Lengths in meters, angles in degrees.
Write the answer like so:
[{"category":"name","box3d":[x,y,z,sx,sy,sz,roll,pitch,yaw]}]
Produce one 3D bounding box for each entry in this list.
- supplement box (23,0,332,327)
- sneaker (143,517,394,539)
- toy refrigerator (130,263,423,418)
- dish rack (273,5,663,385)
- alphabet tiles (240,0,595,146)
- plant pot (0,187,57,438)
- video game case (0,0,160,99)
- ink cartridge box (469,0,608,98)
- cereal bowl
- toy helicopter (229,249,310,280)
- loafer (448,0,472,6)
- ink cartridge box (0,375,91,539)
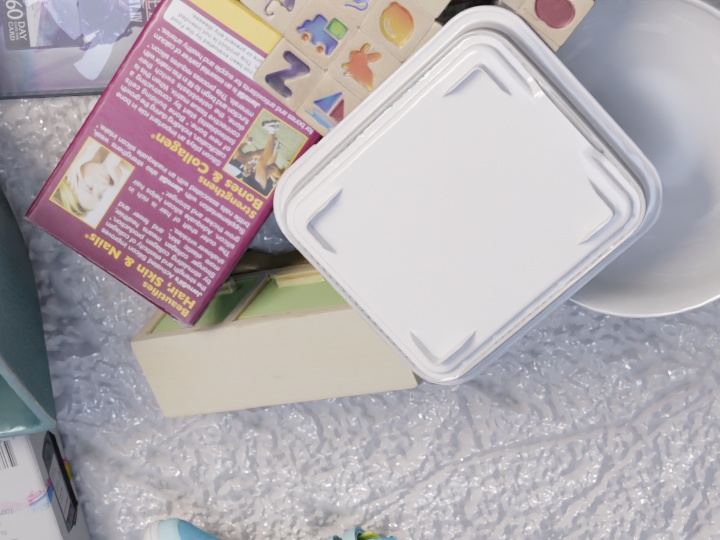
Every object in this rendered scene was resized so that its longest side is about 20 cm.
[{"category":"supplement box","box3d":[-0.102,-0.089,1.272,0.130,0.103,0.200,34,109,-8]},{"category":"sneaker","box3d":[-0.049,0.212,1.437,0.200,0.080,0.130,38,111,-24]},{"category":"toy refrigerator","box3d":[-0.046,0.039,1.316,0.199,0.076,0.070,-9,117,31]},{"category":"dish rack","box3d":[0.059,-0.036,1.174,0.200,0.044,0.172,-41,96,21]},{"category":"alphabet tiles","box3d":[0.009,-0.155,1.168,0.200,0.008,0.167,38,113,-2]},{"category":"plant pot","box3d":[-0.313,-0.010,1.270,0.195,0.202,0.196,-8,156,5]},{"category":"video game case","box3d":[-0.174,-0.184,1.303,0.198,0.019,0.144,-2,113,3]},{"category":"ink cartridge box","box3d":[0.162,-0.178,1.261,0.144,0.084,0.201,28,111,-10]},{"category":"cereal bowl","box3d":[0.168,-0.078,1.203,0.198,0.083,0.202,4,108,13]},{"category":"toy helicopter","box3d":[0.000,0.000,1.360,0.198,0.079,0.133,-14,122,19]},{"category":"loafer","box3d":[0.045,-0.198,1.219,0.199,0.067,0.077,-26,69,39]},{"category":"ink cartridge box","box3d":[-0.282,0.153,1.412,0.146,0.086,0.201,-11,113,6]}]
